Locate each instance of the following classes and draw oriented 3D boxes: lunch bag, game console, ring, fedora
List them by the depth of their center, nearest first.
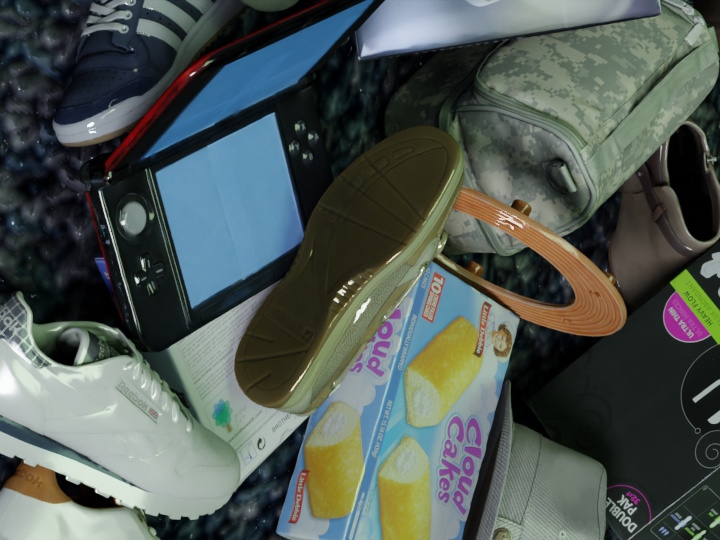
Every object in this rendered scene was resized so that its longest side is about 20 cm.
[{"bbox_3d":[-0.052,-0.064,1.140,0.200,0.118,0.174,-31,114,-46],"label":"game console"},{"bbox_3d":[0.087,-0.016,1.286,0.200,0.200,0.019,42,70,-38],"label":"ring"},{"bbox_3d":[0.116,0.184,1.338,0.177,0.090,0.201,102,4,-70],"label":"fedora"},{"bbox_3d":[0.141,-0.111,1.366,0.200,0.167,0.140,-43,120,-37],"label":"lunch bag"}]

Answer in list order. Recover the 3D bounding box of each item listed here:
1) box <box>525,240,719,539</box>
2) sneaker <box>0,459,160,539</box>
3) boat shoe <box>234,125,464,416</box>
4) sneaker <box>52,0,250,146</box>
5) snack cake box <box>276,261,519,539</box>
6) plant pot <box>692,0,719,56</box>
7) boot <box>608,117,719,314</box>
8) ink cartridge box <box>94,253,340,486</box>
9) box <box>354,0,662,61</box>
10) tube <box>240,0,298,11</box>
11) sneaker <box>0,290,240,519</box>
[{"bbox_3d":[0.252,0.105,1.424,0.200,0.149,0.124,-40,141,9],"label":"box"},{"bbox_3d":[-0.132,0.172,1.151,0.200,0.072,0.085,37,67,-38],"label":"sneaker"},{"bbox_3d":[0.001,0.002,1.202,0.201,0.073,0.063,-57,147,4],"label":"boat shoe"},{"bbox_3d":[-0.134,-0.166,1.147,0.200,0.070,0.109,-54,131,-40],"label":"sneaker"},{"bbox_3d":[0.028,0.103,1.323,0.115,0.067,0.201,30,70,-41],"label":"snack cake box"},{"bbox_3d":[0.293,-0.290,1.530,0.174,0.200,0.201,36,64,-21],"label":"plant pot"},{"bbox_3d":[0.238,-0.026,1.480,0.070,0.146,0.201,-19,94,-10],"label":"boot"},{"bbox_3d":[-0.091,0.021,1.217,0.119,0.042,0.201,-42,122,-39],"label":"ink cartridge box"},{"bbox_3d":[0.081,-0.249,1.258,0.123,0.197,0.202,-83,164,-83],"label":"box"},{"bbox_3d":[-0.043,-0.226,1.216,0.200,0.050,0.078,-77,151,-57],"label":"tube"},{"bbox_3d":[-0.138,0.080,1.115,0.199,0.076,0.081,25,100,-39],"label":"sneaker"}]
